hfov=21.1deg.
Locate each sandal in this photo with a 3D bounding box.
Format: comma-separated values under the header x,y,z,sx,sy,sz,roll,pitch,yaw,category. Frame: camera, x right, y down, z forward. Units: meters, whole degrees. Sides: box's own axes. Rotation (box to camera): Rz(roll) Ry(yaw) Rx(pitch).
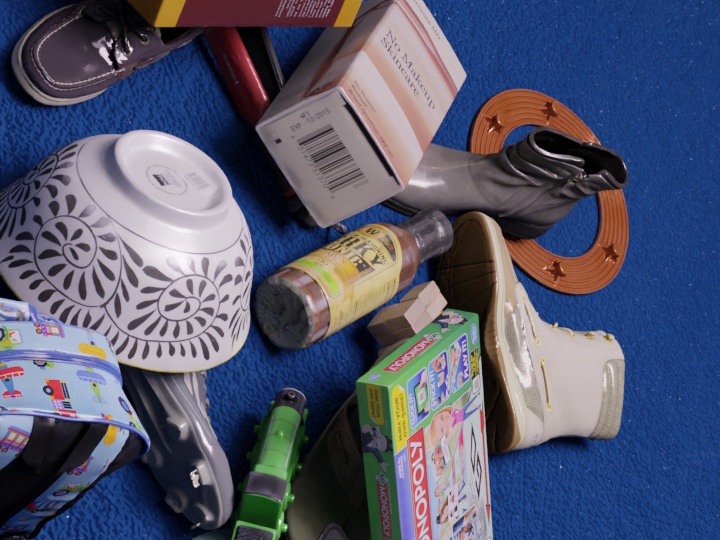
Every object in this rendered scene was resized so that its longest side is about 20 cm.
x,y,z,sx,sy,sz,roll,pitch,yaw,category
0.005,0.130,1.415,0.080,0.057,0.201,26,69,3,sandal

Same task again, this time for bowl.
x,y,z,sx,sy,sz,roll,pitch,yaw,category
-0.146,-0.033,1.328,0.200,0.094,0.201,23,33,-16,bowl

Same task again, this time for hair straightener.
x,y,z,sx,sy,sz,roll,pitch,yaw,category
-0.053,-0.121,1.549,0.077,0.041,0.200,-27,89,-46,hair straightener

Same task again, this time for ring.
x,y,z,sx,sy,sz,roll,pitch,yaw,category
0.176,-0.075,1.752,0.200,0.019,0.201,19,59,-35,ring

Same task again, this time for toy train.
x,y,z,sx,sy,sz,roll,pitch,yaw,category
-0.067,0.158,1.358,0.042,0.057,0.200,13,40,0,toy train

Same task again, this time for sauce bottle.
x,y,z,sx,sy,sz,roll,pitch,yaw,category
0.000,0.000,1.524,0.200,0.065,0.065,-31,92,-47,sauce bottle

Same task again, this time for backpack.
x,y,z,sx,sy,sz,roll,pitch,yaw,category
-0.231,0.082,1.173,0.182,0.200,0.135,11,63,-38,backpack

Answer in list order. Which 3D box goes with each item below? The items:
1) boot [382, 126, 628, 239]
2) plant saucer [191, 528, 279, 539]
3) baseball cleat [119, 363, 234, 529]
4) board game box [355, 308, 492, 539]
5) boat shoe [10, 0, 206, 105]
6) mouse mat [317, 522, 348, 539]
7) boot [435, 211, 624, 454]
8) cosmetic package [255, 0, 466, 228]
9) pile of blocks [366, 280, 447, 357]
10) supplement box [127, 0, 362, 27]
x,y,z,sx,sy,sz,roll,pitch,yaw,category
0.113,-0.090,1.610,0.199,0.131,0.068,12,64,-26,boot
-0.064,0.273,1.346,0.201,0.039,0.202,20,57,-34,plant saucer
-0.123,0.079,1.367,0.106,0.070,0.200,-25,88,-46,baseball cleat
0.049,0.146,1.398,0.135,0.029,0.201,-37,127,-53,board game box
-0.176,-0.182,1.449,0.200,0.065,0.072,-30,91,-46,boat shoe
-0.012,0.297,1.349,0.161,0.008,0.200,-60,135,-42,mouse mat
0.146,0.050,1.626,0.154,0.072,0.201,0,75,-42,boot
0.005,-0.135,1.540,0.103,0.087,0.200,55,31,-19,cosmetic package
0.039,0.112,1.507,0.082,0.062,0.201,20,66,-36,pile of blocks
-0.108,-0.291,1.459,0.200,0.133,0.197,-6,42,-44,supplement box
